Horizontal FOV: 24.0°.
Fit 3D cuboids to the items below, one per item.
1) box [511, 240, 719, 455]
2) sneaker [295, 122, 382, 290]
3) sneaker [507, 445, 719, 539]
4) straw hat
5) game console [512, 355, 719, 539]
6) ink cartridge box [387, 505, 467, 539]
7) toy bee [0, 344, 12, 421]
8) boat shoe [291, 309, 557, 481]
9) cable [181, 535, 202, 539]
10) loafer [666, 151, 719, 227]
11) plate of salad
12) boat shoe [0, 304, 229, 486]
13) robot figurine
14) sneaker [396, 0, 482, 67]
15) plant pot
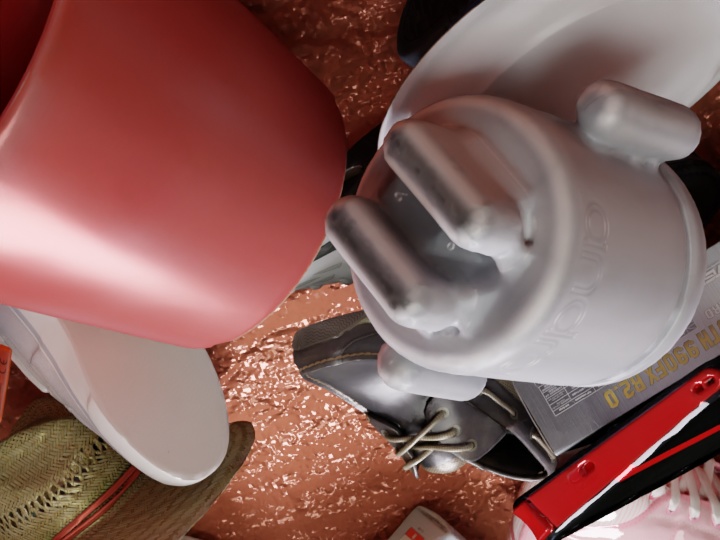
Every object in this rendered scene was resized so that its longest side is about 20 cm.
[{"bbox_3d":[0.189,0.020,0.869,0.200,0.048,0.158,-34,167,17],"label":"box"},{"bbox_3d":[0.000,0.000,0.872,0.200,0.076,0.115,-27,125,11],"label":"sneaker"},{"bbox_3d":[0.189,0.134,1.000,0.199,0.076,0.105,0,133,-1],"label":"sneaker"},{"bbox_3d":[-0.159,0.114,0.899,0.201,0.201,0.085,-34,101,19],"label":"straw hat"},{"bbox_3d":[0.183,0.067,0.875,0.200,0.031,0.177,-19,157,-42],"label":"game console"},{"bbox_3d":[0.029,0.268,1.050,0.200,0.050,0.162,-51,123,-9],"label":"ink cartridge box"},{"bbox_3d":[-0.240,0.072,0.840,0.108,0.131,0.200,9,143,-17],"label":"toy bee"},{"bbox_3d":[0.048,0.070,0.895,0.200,0.074,0.074,17,151,-41],"label":"boat shoe"},{"bbox_3d":[-0.141,0.247,1.056,0.199,0.069,0.201,1,127,-9],"label":"cable"},{"bbox_3d":[0.112,0.002,0.846,0.200,0.063,0.072,-28,119,-20],"label":"loafer"},{"bbox_3d":[0.095,-0.096,0.764,0.199,0.048,0.200,-21,156,-10],"label":"plate of salad"},{"bbox_3d":[-0.147,0.030,0.845,0.200,0.072,0.068,45,144,-5],"label":"boat shoe"},{"bbox_3d":[0.073,-0.009,0.721,0.200,0.113,0.170,9,130,-51],"label":"robot figurine"},{"bbox_3d":[0.100,-0.154,0.771,0.078,0.066,0.200,29,119,-30],"label":"sneaker"},{"bbox_3d":[-0.116,-0.060,0.749,0.177,0.201,0.200,29,120,-36],"label":"plant pot"}]
